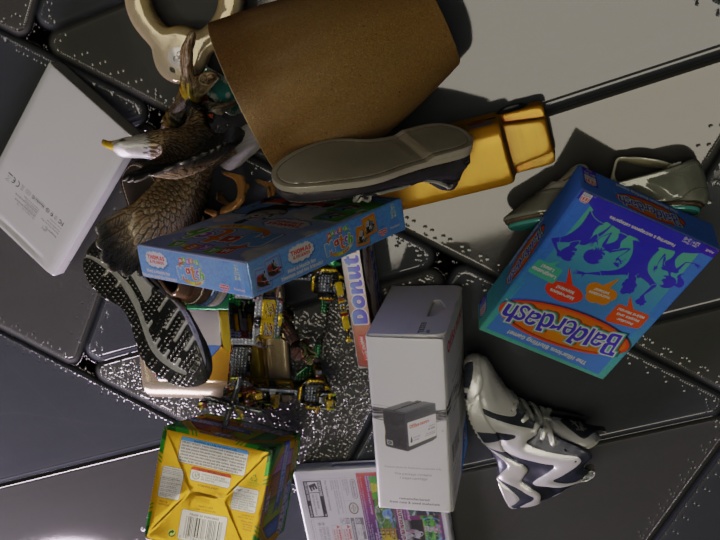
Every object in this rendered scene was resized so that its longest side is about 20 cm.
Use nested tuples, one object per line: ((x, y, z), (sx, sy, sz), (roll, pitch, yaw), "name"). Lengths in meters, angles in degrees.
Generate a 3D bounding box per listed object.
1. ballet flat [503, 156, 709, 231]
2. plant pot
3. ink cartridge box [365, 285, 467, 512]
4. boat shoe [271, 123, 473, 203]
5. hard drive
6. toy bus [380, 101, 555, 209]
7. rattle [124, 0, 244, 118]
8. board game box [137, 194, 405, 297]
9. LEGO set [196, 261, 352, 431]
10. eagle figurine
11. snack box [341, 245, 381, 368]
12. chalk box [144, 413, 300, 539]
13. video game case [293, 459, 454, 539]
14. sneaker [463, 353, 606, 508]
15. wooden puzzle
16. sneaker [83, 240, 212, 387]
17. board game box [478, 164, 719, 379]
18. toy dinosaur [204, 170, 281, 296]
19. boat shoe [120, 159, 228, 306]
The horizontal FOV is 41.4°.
((0.242, -0.079, 0.955), (0.200, 0.067, 0.064), (-5, 82, 13), "ballet flat")
((-0.014, -0.195, 0.907), (0.200, 0.186, 0.187), (-26, 103, 6), "plant pot")
((0.064, 0.131, 1.016), (0.084, 0.145, 0.200), (1, 110, 13), "ink cartridge box")
((0.013, -0.082, 0.861), (0.200, 0.073, 0.063), (-15, 134, -26), "boat shoe")
((-0.338, -0.111, 1.060), (0.132, 0.026, 0.200), (41, 113, 9), "hard drive")
((0.091, -0.111, 0.956), (0.200, 0.078, 0.065), (-13, 107, 16), "toy bus")
((-0.179, -0.234, 0.939), (0.130, 0.143, 0.200), (-1, 105, -8), "rattle")
((-0.079, -0.031, 0.881), (0.151, 0.200, 0.037), (9, 115, 41), "board game box")
((-0.082, 0.081, 1.018), (0.154, 0.116, 0.200), (12, 106, -13), "LEGO set")
((-0.178, -0.102, 0.920), (0.151, 0.200, 0.152), (-17, 138, 13), "eagle figurine")
((0.000, 0.000, 1.020), (0.024, 0.072, 0.200), (-5, 109, 12), "snack box")
((-0.145, 0.236, 1.082), (0.124, 0.200, 0.124), (10, 89, 7), "chalk box")
((0.023, 0.322, 1.163), (0.182, 0.023, 0.200), (-6, 108, 14), "video game case")
((0.195, 0.164, 1.038), (0.129, 0.080, 0.199), (-18, 106, 16), "sneaker")
((-0.176, 0.064, 1.100), (0.185, 0.037, 0.200), (0, 110, 11), "wooden puzzle")
((-0.211, 0.040, 1.016), (0.074, 0.080, 0.200), (-46, 67, 18), "sneaker")
((0.230, 0.009, 0.949), (0.152, 0.045, 0.200), (21, 129, -11), "board game box")
((-0.120, -0.046, 1.017), (0.200, 0.060, 0.106), (19, 97, 44), "toy dinosaur")
((-0.209, -0.048, 1.003), (0.072, 0.072, 0.200), (-50, 61, 22), "boat shoe")
